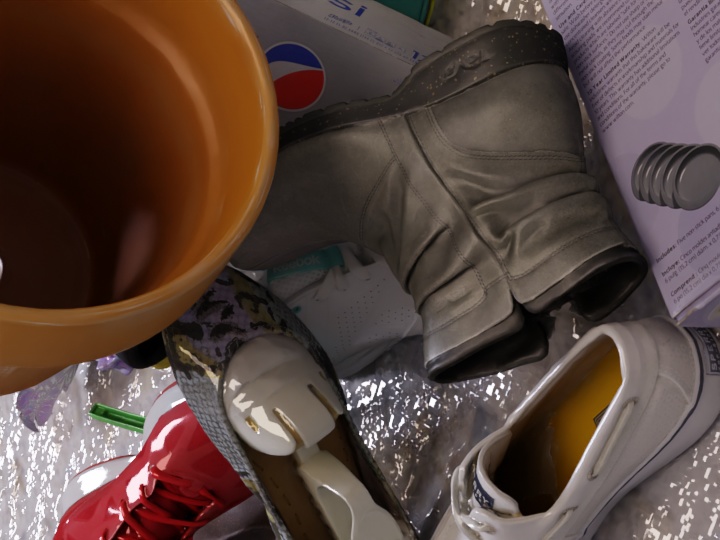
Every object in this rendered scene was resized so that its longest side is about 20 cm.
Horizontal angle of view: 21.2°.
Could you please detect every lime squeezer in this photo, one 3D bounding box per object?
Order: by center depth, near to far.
[{"bbox_3d":[-0.084,0.082,1.026,0.200,0.070,0.038,-25,45,60],"label":"lime squeezer"}]

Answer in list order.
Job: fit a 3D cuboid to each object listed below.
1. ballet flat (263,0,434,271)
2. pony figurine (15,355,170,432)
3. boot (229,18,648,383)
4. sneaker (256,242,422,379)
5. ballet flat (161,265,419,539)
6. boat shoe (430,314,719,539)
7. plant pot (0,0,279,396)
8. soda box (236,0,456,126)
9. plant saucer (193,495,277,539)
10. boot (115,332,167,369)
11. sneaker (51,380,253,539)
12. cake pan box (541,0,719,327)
[{"bbox_3d":[-0.023,-0.092,0.989,0.067,0.067,0.200,-93,27,-62],"label":"ballet flat"},{"bbox_3d":[-0.176,-0.006,1.111,0.200,0.166,0.194,14,79,43],"label":"pony figurine"},{"bbox_3d":[0.019,-0.010,0.820,0.200,0.068,0.131,-27,63,31],"label":"boot"},{"bbox_3d":[0.000,0.000,0.917,0.200,0.088,0.075,-37,55,42],"label":"sneaker"},{"bbox_3d":[-0.022,0.084,0.887,0.072,0.072,0.201,-8,115,51],"label":"ballet flat"},{"bbox_3d":[0.071,0.092,0.826,0.200,0.070,0.071,-50,49,35],"label":"boat shoe"},{"bbox_3d":[-0.156,-0.034,0.842,0.183,0.200,0.201,128,136,-59],"label":"plant pot"},{"bbox_3d":[-0.057,-0.115,0.911,0.068,0.200,0.064,-63,-2,-65],"label":"soda box"},{"bbox_3d":[-0.101,0.190,0.987,0.200,0.034,0.200,-39,20,17],"label":"plant saucer"},{"bbox_3d":[-0.100,-0.056,0.976,0.144,0.072,0.200,22,88,37],"label":"boot"},{"bbox_3d":[-0.101,0.136,0.964,0.200,0.078,0.116,-44,23,46],"label":"sneaker"},{"bbox_3d":[0.169,-0.105,0.754,0.200,0.052,0.185,-46,53,38],"label":"cake pan box"}]
